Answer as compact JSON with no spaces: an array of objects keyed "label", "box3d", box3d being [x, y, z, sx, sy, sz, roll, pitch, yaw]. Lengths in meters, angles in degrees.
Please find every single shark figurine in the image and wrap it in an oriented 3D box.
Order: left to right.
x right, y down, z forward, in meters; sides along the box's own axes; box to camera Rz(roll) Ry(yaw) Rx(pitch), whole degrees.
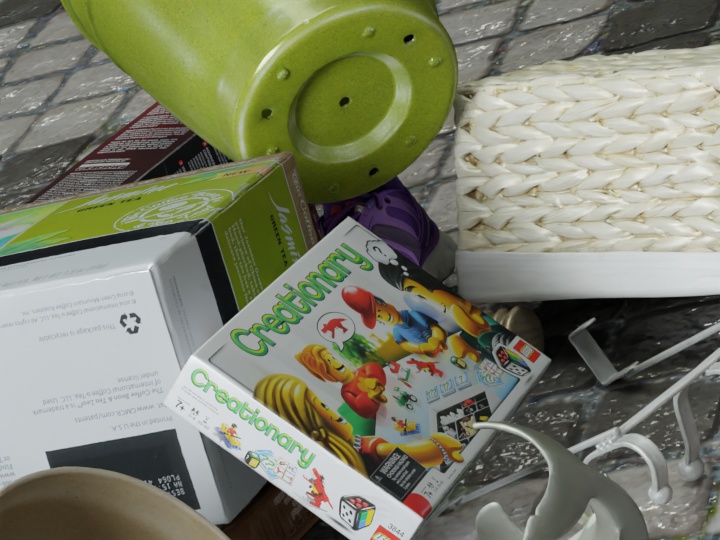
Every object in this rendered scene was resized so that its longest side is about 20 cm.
[{"label":"shark figurine","box3d":[0.094,0.142,1.245,0.128,0.215,0.090,6,62,-10]}]

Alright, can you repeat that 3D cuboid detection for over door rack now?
[{"label":"over door rack","box3d":[0.135,0.076,1.418,0.148,0.067,0.200,-35,12,-31]}]

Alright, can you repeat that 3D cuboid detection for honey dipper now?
[{"label":"honey dipper","box3d":[0.012,0.047,1.619,0.200,0.038,0.038,-7,26,37]}]

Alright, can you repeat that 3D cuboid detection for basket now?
[{"label":"basket","box3d":[0.159,-0.055,1.563,0.200,0.123,0.136,-3,9,39]}]

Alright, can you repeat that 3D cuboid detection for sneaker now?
[{"label":"sneaker","box3d":[0.000,0.000,1.576,0.081,0.083,0.200,-27,17,13]}]

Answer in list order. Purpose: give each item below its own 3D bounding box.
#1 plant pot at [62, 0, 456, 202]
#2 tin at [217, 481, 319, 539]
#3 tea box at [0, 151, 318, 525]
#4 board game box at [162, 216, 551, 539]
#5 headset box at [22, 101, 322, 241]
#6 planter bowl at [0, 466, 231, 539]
[{"label":"plant pot","box3d":[-0.043,-0.142,1.577,0.200,0.200,0.193,-25,46,-10]},{"label":"tin","box3d":[-0.067,0.115,1.527,0.112,0.042,0.200,2,31,36]},{"label":"tea box","box3d":[-0.135,0.044,1.416,0.200,0.134,0.197,-11,14,21]},{"label":"board game box","box3d":[0.003,0.052,1.338,0.035,0.126,0.200,-58,-6,27]},{"label":"headset box","box3d":[-0.103,-0.014,1.705,0.077,0.149,0.200,0,31,38]},{"label":"planter bowl","box3d":[-0.128,0.202,1.212,0.135,0.200,0.200,-39,10,34]}]
